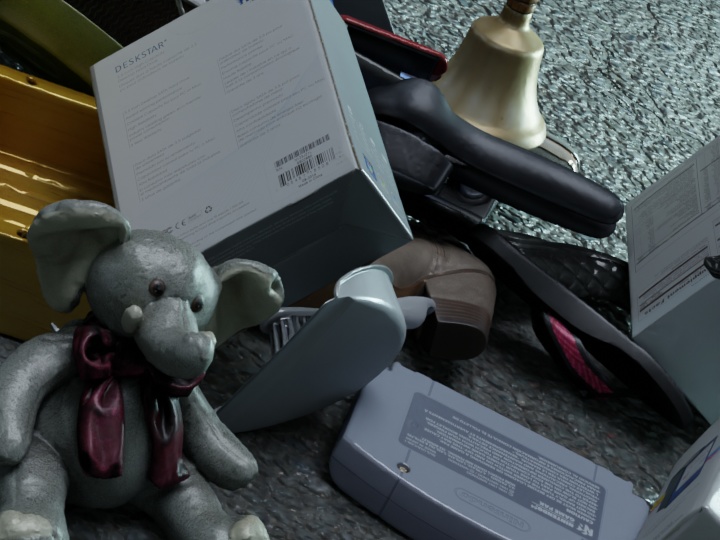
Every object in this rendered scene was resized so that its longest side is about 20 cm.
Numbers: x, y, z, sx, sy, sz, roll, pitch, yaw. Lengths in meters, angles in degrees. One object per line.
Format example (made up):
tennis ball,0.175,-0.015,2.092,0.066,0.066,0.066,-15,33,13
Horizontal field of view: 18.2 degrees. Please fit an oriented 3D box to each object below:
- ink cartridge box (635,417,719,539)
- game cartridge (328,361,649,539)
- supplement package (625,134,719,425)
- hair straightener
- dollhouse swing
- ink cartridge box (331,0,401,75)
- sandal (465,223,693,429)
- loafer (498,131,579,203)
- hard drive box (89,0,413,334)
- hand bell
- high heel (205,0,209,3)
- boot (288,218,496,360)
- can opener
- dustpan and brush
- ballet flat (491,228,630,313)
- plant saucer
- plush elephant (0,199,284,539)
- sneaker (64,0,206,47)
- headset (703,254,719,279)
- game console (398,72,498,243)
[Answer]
ink cartridge box,0.249,0.176,1.358,0.145,0.088,0.200,43,27,1
game cartridge,0.079,0.135,1.368,0.199,0.041,0.133,27,24,-1
supplement package,0.293,0.007,1.606,0.152,0.150,0.200,46,23,-18
hair straightener,-0.041,-0.152,1.547,0.199,0.041,0.077,25,61,-8
dollhouse swing,-0.181,-0.084,1.354,0.181,0.176,0.200,18,28,-17
ink cartridge box,-0.030,-0.196,1.674,0.094,0.037,0.200,10,27,-15
sandal,0.143,0.048,1.544,0.200,0.045,0.075,40,-13,1
loafer,0.070,-0.083,1.708,0.199,0.072,0.063,16,44,-9
hard drive box,-0.070,-0.073,1.358,0.077,0.155,0.201,50,18,-45
hand bell,0.116,-0.196,1.591,0.104,0.201,0.104,15,29,-9
high heel,-0.058,-0.108,1.464,0.067,0.096,0.200,18,29,-54
boot,0.000,0.000,1.504,0.199,0.070,0.146,18,22,-20
can opener,0.083,-0.070,1.516,0.199,0.079,0.063,22,-11,-4
dustpan and brush,-0.007,0.038,1.354,0.200,0.140,0.057,3,50,-50
ballet flat,0.156,0.011,1.651,0.199,0.057,0.066,11,7,-39
plant saucer,-0.213,-0.155,1.512,0.200,0.031,0.200,33,-7,5
plush elephant,-0.118,0.051,1.198,0.164,0.155,0.200,11,32,-29
sneaker,-0.189,-0.203,1.659,0.199,0.073,0.085,17,25,-25
headset,0.298,0.065,1.482,0.200,0.124,0.094,45,0,-34
game console,0.013,-0.110,1.603,0.199,0.117,0.176,26,59,8
